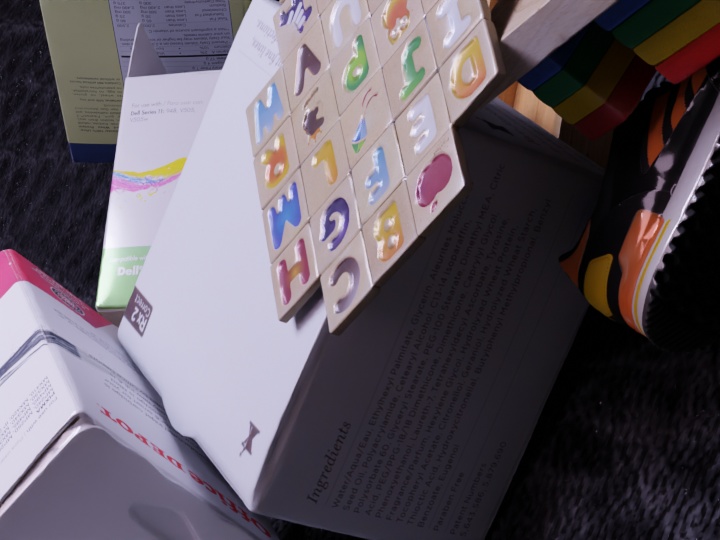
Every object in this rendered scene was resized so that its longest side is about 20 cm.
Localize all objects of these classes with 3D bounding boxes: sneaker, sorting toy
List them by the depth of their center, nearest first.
[{"bbox_3d":[0.142,-0.155,0.957,0.199,0.069,0.200,-56,8,-22],"label":"sorting toy"},{"bbox_3d":[0.147,-0.069,0.985,0.090,0.070,0.201,29,94,49],"label":"sneaker"}]

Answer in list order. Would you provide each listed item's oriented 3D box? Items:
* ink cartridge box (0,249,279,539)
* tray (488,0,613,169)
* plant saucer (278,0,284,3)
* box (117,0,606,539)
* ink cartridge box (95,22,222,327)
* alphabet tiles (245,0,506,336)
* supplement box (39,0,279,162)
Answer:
[{"bbox_3d":[-0.131,0.094,1.134,0.084,0.145,0.200,-48,29,5],"label":"ink cartridge box"},{"bbox_3d":[0.100,-0.122,1.205,0.099,0.037,0.201,-32,37,50],"label":"tray"},{"bbox_3d":[-0.006,-0.074,1.309,0.200,0.035,0.201,-4,85,59],"label":"plant saucer"},{"bbox_3d":[0.000,0.000,1.109,0.199,0.130,0.201,42,113,57],"label":"box"},{"bbox_3d":[-0.103,-0.041,1.401,0.067,0.117,0.201,-3,62,13],"label":"ink cartridge box"},{"bbox_3d":[0.001,-0.077,1.010,0.166,0.006,0.201,-47,38,35],"label":"alphabet tiles"},{"bbox_3d":[-0.128,-0.209,1.531,0.200,0.133,0.201,86,-174,-48],"label":"supplement box"}]
